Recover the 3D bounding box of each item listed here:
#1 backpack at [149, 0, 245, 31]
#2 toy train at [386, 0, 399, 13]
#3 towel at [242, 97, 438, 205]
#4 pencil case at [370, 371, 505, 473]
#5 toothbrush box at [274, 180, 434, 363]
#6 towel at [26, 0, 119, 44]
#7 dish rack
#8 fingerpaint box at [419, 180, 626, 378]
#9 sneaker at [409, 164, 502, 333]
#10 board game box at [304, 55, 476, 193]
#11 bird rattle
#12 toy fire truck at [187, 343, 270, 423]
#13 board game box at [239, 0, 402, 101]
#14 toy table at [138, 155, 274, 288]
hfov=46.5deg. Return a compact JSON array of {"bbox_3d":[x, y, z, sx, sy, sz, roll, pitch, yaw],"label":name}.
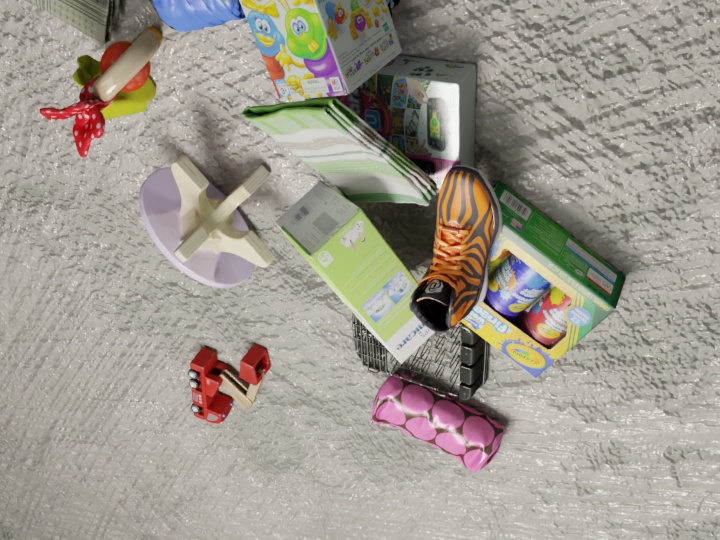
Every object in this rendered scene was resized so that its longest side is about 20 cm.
[{"bbox_3d":[-0.170,-0.369,0.909,0.166,0.163,0.202,0,123,26],"label":"backpack"},{"bbox_3d":[-0.008,-0.359,0.879,0.113,0.087,0.202,15,131,27],"label":"toy train"},{"bbox_3d":[-0.022,-0.128,0.946,0.148,0.031,0.199,3,159,43],"label":"towel"},{"bbox_3d":[0.114,0.233,1.265,0.198,0.091,0.095,26,103,10],"label":"pencil case"},{"bbox_3d":[0.000,0.000,1.057,0.200,0.086,0.146,49,176,-30],"label":"toothbrush box"},{"bbox_3d":[-0.393,-0.420,1.094,0.199,0.035,0.194,30,131,9],"label":"towel"},{"bbox_3d":[0.083,0.101,1.204,0.198,0.055,0.155,14,129,22],"label":"dish rack"},{"bbox_3d":[0.198,0.016,1.055,0.199,0.073,0.167,38,134,0],"label":"fingerpaint box"},{"bbox_3d":[0.107,-0.013,0.962,0.077,0.112,0.202,13,125,27],"label":"sneaker"},{"bbox_3d":[0.035,-0.180,1.006,0.198,0.064,0.149,13,130,23],"label":"board game box"},{"bbox_3d":[-0.326,-0.250,1.080,0.163,0.200,0.113,-40,104,18],"label":"bird rattle"},{"bbox_3d":[-0.229,0.200,1.459,0.140,0.049,0.202,19,131,16],"label":"toy fire truck"},{"bbox_3d":[-0.054,-0.287,0.835,0.102,0.105,0.202,5,127,40],"label":"board game box"},{"bbox_3d":[-0.210,-0.070,1.165,0.199,0.185,0.117,37,151,-18],"label":"toy table"}]
